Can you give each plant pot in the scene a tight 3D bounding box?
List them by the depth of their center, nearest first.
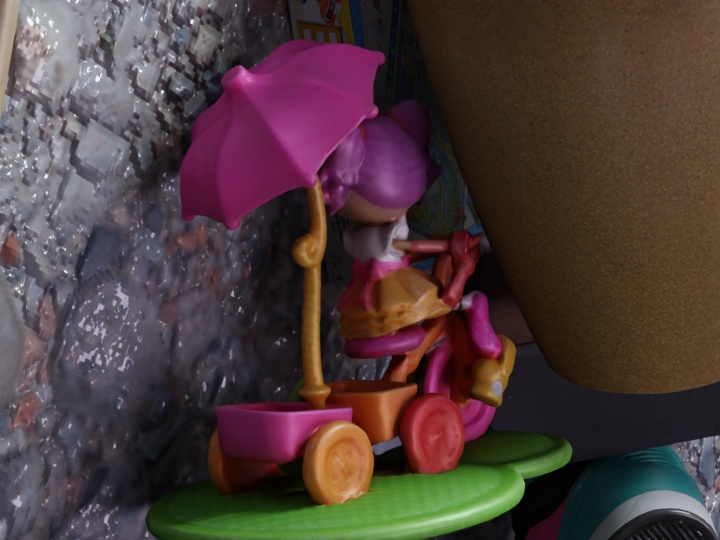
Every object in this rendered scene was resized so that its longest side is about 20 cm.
[{"bbox_3d":[0.113,-0.060,1.145,0.186,0.186,0.201,-31,122,-45],"label":"plant pot"}]

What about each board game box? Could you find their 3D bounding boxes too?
[{"bbox_3d":[0.026,-0.108,1.206,0.134,0.034,0.201,-33,124,-44],"label":"board game box"}]

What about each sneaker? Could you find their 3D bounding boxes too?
[{"bbox_3d":[0.091,0.146,1.325,0.083,0.121,0.200,24,120,-19],"label":"sneaker"}]

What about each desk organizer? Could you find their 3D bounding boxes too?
[{"bbox_3d":[0.153,0.023,1.267,0.077,0.199,0.072,-85,160,-53],"label":"desk organizer"}]

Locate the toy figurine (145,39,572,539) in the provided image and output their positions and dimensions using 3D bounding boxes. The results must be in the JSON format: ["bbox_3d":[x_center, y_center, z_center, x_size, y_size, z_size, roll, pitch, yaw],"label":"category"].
[{"bbox_3d":[0.000,0.000,1.122,0.199,0.150,0.185,-12,100,-45],"label":"toy figurine"}]

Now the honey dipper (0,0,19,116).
[{"bbox_3d":[-0.127,-0.100,1.007,0.038,0.038,0.201,4,99,-53],"label":"honey dipper"}]
